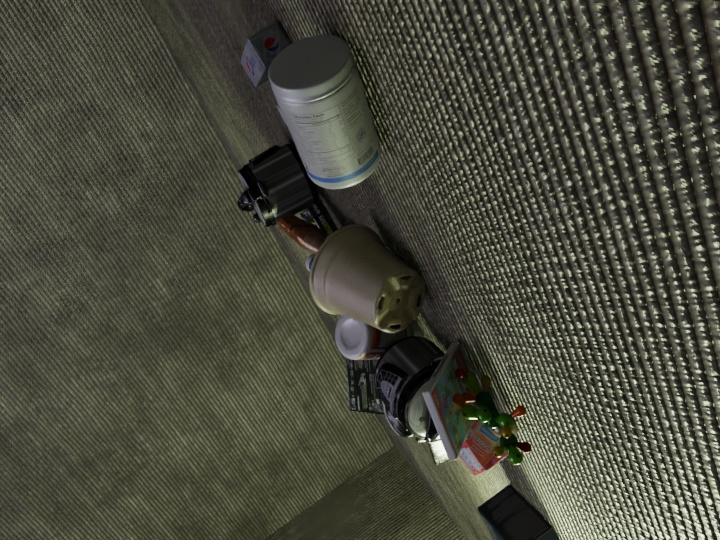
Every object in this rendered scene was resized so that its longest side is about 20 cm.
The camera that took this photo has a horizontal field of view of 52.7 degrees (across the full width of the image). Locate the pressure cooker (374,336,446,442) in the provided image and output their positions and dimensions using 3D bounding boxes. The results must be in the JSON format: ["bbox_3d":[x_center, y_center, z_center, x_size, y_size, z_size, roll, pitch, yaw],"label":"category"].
[{"bbox_3d":[0.140,0.255,1.558,0.176,0.178,0.200,51,176,-35],"label":"pressure cooker"}]

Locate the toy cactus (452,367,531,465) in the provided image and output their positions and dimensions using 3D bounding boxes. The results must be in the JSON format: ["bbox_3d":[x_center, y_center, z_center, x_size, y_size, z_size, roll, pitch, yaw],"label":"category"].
[{"bbox_3d":[0.258,0.274,1.361,0.200,0.102,0.165,47,-175,38],"label":"toy cactus"}]

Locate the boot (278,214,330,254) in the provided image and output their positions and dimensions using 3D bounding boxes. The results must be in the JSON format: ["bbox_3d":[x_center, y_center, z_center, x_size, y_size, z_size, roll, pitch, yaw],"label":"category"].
[{"bbox_3d":[-0.115,-0.079,1.875,0.154,0.077,0.199,33,-167,26],"label":"boot"}]

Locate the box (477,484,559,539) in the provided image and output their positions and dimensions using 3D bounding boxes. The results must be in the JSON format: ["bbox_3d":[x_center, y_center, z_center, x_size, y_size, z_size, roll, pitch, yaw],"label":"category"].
[{"bbox_3d":[0.391,0.638,1.732,0.150,0.106,0.200,62,171,-21],"label":"box"}]

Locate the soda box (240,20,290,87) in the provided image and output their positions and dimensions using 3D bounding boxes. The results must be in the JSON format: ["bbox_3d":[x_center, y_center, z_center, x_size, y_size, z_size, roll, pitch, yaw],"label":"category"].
[{"bbox_3d":[-0.184,-0.417,1.413,0.064,0.068,0.200,58,171,-10],"label":"soda box"}]

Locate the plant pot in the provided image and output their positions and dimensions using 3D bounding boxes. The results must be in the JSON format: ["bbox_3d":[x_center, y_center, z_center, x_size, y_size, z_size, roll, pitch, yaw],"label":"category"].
[{"bbox_3d":[0.027,0.030,1.479,0.183,0.200,0.202,29,153,46],"label":"plant pot"}]

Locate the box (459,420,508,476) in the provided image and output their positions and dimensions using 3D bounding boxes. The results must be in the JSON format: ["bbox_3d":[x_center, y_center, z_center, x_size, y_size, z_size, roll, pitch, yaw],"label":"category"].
[{"bbox_3d":[0.262,0.369,1.562,0.103,0.094,0.200,55,171,17],"label":"box"}]

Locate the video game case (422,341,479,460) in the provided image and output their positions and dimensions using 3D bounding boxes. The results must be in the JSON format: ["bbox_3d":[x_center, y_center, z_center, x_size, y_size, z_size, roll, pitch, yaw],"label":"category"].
[{"bbox_3d":[0.179,0.243,1.386,0.200,0.017,0.145,-44,-65,-58],"label":"video game case"}]

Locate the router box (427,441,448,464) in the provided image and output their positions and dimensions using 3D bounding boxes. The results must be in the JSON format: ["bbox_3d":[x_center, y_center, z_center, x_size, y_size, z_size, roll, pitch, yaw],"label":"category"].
[{"bbox_3d":[0.162,0.339,1.737,0.150,0.050,0.202,70,-178,-51],"label":"router box"}]

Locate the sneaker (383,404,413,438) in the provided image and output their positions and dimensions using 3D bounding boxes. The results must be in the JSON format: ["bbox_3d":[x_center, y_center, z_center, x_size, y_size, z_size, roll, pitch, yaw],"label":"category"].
[{"bbox_3d":[0.087,0.303,1.725,0.088,0.075,0.203,142,111,-84],"label":"sneaker"}]

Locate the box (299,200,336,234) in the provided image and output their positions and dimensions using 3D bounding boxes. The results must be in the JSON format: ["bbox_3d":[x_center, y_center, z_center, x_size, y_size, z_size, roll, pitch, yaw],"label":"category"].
[{"bbox_3d":[-0.107,-0.114,2.067,0.195,0.047,0.200,61,171,-10],"label":"box"}]

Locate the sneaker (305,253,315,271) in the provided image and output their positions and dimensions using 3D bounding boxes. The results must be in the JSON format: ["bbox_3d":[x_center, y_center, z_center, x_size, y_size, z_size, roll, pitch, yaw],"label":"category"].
[{"bbox_3d":[-0.060,0.028,2.066,0.199,0.077,0.111,36,-179,-40],"label":"sneaker"}]

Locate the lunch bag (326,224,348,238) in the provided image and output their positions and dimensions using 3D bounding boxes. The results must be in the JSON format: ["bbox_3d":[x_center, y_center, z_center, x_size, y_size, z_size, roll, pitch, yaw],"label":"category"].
[{"bbox_3d":[0.000,0.000,1.766,0.161,0.082,0.201,50,168,44],"label":"lunch bag"}]

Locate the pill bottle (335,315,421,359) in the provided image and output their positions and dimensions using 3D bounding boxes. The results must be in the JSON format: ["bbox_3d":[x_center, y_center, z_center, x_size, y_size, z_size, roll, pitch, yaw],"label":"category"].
[{"bbox_3d":[0.044,0.147,1.663,0.199,0.110,0.110,7,-144,-48],"label":"pill bottle"}]

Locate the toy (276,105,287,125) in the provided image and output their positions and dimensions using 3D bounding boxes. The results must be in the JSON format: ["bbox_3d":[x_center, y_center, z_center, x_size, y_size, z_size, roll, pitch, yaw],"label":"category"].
[{"bbox_3d":[-0.103,-0.267,1.548,0.115,0.047,0.201,48,170,31],"label":"toy"}]

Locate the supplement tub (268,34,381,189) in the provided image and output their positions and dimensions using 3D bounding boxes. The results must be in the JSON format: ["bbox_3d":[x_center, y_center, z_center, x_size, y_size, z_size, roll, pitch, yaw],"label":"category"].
[{"bbox_3d":[-0.050,-0.237,1.110,0.132,0.131,0.201,49,167,41],"label":"supplement tub"}]

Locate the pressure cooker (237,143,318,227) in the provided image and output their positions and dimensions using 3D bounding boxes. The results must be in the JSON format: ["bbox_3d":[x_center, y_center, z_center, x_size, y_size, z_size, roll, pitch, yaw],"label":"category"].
[{"bbox_3d":[-0.226,-0.211,1.872,0.179,0.198,0.177,54,169,41],"label":"pressure cooker"}]

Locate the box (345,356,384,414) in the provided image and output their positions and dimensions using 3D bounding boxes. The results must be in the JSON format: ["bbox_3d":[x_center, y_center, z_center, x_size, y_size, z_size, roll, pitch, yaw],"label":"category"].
[{"bbox_3d":[0.052,0.259,1.856,0.086,0.161,0.203,-54,-37,-61],"label":"box"}]
